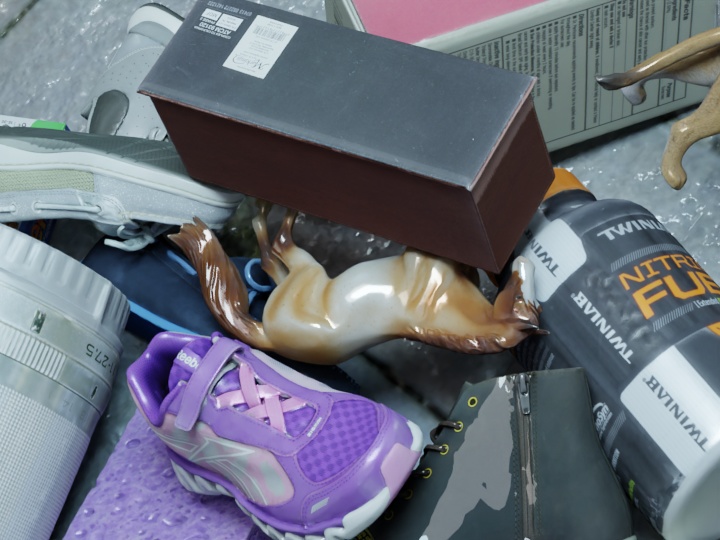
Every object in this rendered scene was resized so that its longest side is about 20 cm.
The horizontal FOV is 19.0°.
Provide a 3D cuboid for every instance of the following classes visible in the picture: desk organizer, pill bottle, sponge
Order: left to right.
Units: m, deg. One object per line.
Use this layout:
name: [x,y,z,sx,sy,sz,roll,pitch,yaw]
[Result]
sponge: [-0.107,0.153,1.140,0.111,0.030,0.201,9,57,32]
desk organizer: [-0.006,-0.071,1.093,0.199,0.077,0.072,18,63,28]
pill bottle: [0.139,0.036,1.109,0.106,0.106,0.200,-36,58,-5]

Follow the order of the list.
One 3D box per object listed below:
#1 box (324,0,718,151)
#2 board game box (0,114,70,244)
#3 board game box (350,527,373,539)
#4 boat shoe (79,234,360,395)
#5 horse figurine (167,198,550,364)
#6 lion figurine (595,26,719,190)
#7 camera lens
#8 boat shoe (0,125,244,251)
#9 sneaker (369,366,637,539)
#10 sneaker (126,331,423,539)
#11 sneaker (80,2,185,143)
box: [0.086,-0.142,1.190,0.198,0.128,0.110,-19,55,-8]
board game box: [-0.283,-0.036,1.316,0.198,0.035,0.136,7,65,20]
board game box: [0.004,0.221,1.093,0.134,0.029,0.200,-39,59,-8]
boat shoe: [-0.077,0.018,1.198,0.199,0.084,0.069,29,74,26]
horse figurine: [0.000,0.000,1.121,0.198,0.050,0.134,-11,61,14]
lion figurine: [0.228,-0.072,1.117,0.122,0.199,0.073,-38,30,29]
camera lens: [-0.226,0.082,1.150,0.159,0.160,0.202,16,75,24]
boat shoe: [-0.155,-0.042,1.221,0.200,0.074,0.065,8,102,24]
sneaker: [0.030,0.116,1.064,0.198,0.075,0.107,-14,84,1]
sneaker: [-0.052,0.074,1.063,0.081,0.089,0.199,-49,31,-21]
sneaker: [-0.091,-0.070,1.265,0.199,0.075,0.116,32,80,38]
